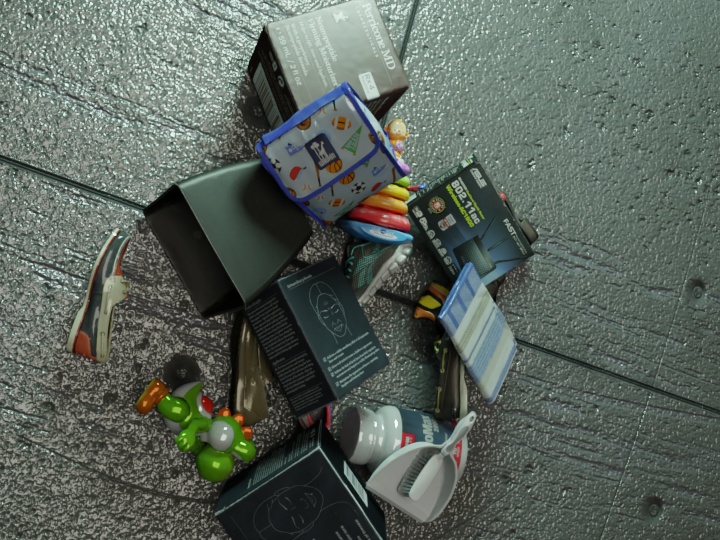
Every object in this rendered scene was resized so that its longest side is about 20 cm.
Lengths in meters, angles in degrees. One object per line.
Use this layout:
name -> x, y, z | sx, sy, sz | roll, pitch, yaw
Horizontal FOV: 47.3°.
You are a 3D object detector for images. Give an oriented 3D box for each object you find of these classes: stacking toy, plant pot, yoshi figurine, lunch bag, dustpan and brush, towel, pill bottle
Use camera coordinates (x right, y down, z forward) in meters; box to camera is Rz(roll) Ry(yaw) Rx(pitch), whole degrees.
stacking toy -> 0.044, -0.148, 1.347 | 0.114, 0.110, 0.204 | 13, 90, -16
plant pot -> -0.193, -0.064, 1.279 | 0.176, 0.199, 0.203 | -33, 98, -29
yoshi figurine -> -0.260, 0.257, 1.270 | 0.198, 0.112, 0.113 | 33, 35, -8
lunch bag -> -0.044, -0.175, 1.232 | 0.168, 0.200, 0.125 | -31, 58, 9
dustpan and brush -> 0.117, 0.303, 1.313 | 0.139, 0.057, 0.202 | 35, 88, -20
towel -> 0.199, 0.106, 1.380 | 0.202, 0.023, 0.148 | 57, 45, -26
pill bottle -> 0.071, 0.296, 1.392 | 0.196, 0.119, 0.122 | 14, 82, -20

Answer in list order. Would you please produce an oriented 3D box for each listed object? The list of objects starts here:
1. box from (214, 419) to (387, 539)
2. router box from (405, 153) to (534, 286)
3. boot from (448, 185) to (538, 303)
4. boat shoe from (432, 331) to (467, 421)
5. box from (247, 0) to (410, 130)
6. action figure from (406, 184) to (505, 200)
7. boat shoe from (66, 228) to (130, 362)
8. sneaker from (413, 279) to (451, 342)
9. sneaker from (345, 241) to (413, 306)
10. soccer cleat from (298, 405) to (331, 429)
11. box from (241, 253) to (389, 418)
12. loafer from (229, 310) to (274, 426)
box -> -0.089, 0.384, 1.291 | 0.195, 0.124, 0.202 | -33, 99, 4
router box -> 0.186, -0.074, 1.413 | 0.148, 0.062, 0.202 | -33, 104, 8
boot -> 0.217, -0.053, 1.497 | 0.200, 0.069, 0.175 | 43, 82, -6
boat shoe -> 0.152, 0.152, 1.397 | 0.059, 0.072, 0.206 | -1, 77, 8
box -> -0.057, -0.317, 1.341 | 0.197, 0.164, 0.169 | -22, 87, -20
action figure -> 0.159, -0.129, 1.455 | 0.195, 0.052, 0.067 | 1, 95, 2
boat shoe -> -0.385, 0.038, 1.253 | 0.061, 0.071, 0.204 | 18, 87, -3
sneaker -> 0.180, 0.108, 1.479 | 0.199, 0.070, 0.090 | 40, 90, -14
sneaker -> 0.000, 0.000, 1.414 | 0.091, 0.078, 0.200 | 43, 67, -2
soccer cleat -> -0.084, 0.169, 1.363 | 0.067, 0.073, 0.205 | -11, 91, -21
box -> -0.071, 0.101, 1.296 | 0.148, 0.106, 0.203 | -25, 87, -50
loafer -> -0.175, 0.153, 1.334 | 0.066, 0.076, 0.205 | 4, 96, -21
